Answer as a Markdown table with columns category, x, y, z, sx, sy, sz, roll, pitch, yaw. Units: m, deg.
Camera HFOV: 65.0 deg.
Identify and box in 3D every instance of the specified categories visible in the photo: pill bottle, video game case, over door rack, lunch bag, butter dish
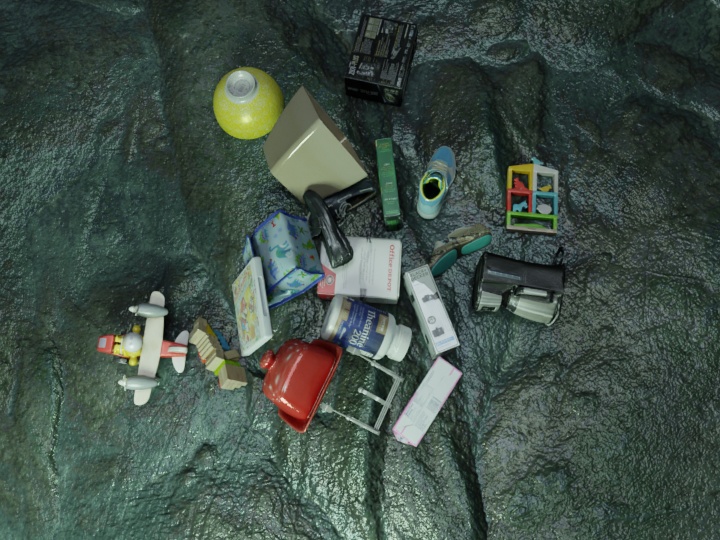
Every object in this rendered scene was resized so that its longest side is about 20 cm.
| category | x | y | z | sx | sy | sz | roll | pitch | yaw |
| --- | --- | --- | --- | --- | --- | --- | --- | --- | --- |
| pill bottle | 0.015 | 0.140 | 1.320 | 0.196 | 0.111 | 0.113 | 22 | 76 | -9 |
| video game case | -0.257 | 0.089 | 1.319 | 0.022 | 0.200 | 0.186 | -3 | 72 | -28 |
| over door rack | 0.001 | 0.269 | 1.276 | 0.066 | 0.199 | 0.150 | 12 | 71 | 48 |
| lunch bag | -0.205 | -0.017 | 1.362 | 0.199 | 0.126 | 0.173 | -35 | 60 | 30 |
| butter dish | -0.156 | 0.226 | 1.256 | 0.147 | 0.198 | 0.203 | 33 | 77 | -23 |

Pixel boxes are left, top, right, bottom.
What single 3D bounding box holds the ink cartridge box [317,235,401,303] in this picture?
| category | x | y | z | sx | sy | sz | roll | pitch | yaw |
| --- | --- | --- | --- | --- | --- | --- | --- | --- | --- |
| ink cartridge box | 0.000 | 0.000 | 1.384 | 0.195 | 0.083 | 0.150 | 4 | 76 | 4 |

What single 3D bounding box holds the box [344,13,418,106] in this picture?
| category | x | y | z | sx | sy | sz | roll | pitch | yaw |
| --- | --- | --- | --- | --- | --- | --- | --- | --- | --- |
| box | 0.057 | -0.569 | 1.530 | 0.160 | 0.086 | 0.204 | 12 | 76 | 5 |

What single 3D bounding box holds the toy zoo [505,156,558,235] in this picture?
| category | x | y | z | sx | sy | sz | roll | pitch | yaw |
| --- | --- | --- | --- | --- | --- | --- | --- | --- | --- |
| toy zoo | 0.440 | -0.195 | 1.450 | 0.128 | 0.020 | 0.205 | 5 | 75 | 4 |

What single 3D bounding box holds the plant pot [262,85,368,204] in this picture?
| category | x | y | z | sx | sy | sz | roll | pitch | yaw |
| --- | --- | --- | --- | --- | --- | --- | --- | --- | --- |
| plant pot | -0.128 | -0.289 | 1.390 | 0.176 | 0.200 | 0.201 | -37 | 42 | 11 |

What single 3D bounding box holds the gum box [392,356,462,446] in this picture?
| category | x | y | z | sx | sy | sz | roll | pitch | yaw |
| --- | --- | --- | --- | --- | --- | --- | --- | --- | --- |
| gum box | 0.146 | 0.303 | 1.281 | 0.066 | 0.114 | 0.202 | 33 | 78 | 11 |

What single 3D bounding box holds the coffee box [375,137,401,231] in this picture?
| category | x | y | z | sx | sy | sz | roll | pitch | yaw |
| --- | --- | --- | --- | --- | --- | --- | --- | --- | --- |
| coffee box | 0.070 | -0.213 | 1.419 | 0.043 | 0.123 | 0.205 | -7 | 76 | 3 |

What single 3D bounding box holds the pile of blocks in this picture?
| category | x | y | z | sx | sy | sz | roll | pitch | yaw |
| --- | --- | --- | --- | --- | --- | --- | --- | --- | --- |
| pile of blocks | -0.347 | 0.208 | 1.359 | 0.062 | 0.082 | 0.201 | -44 | 71 | 22 |

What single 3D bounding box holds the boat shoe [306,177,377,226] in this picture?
| category | x | y | z | sx | sy | sz | roll | pitch | yaw |
| --- | --- | --- | --- | --- | --- | --- | --- | --- | --- |
| boat shoe | -0.045 | -0.167 | 1.438 | 0.198 | 0.075 | 0.062 | -34 | 65 | -16 |

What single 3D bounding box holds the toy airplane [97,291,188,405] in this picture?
| category | x | y | z | sx | sy | sz | roll | pitch | yaw |
| --- | --- | --- | --- | --- | --- | --- | --- | --- | --- |
| toy airplane | -0.502 | 0.180 | 1.327 | 0.198 | 0.141 | 0.201 | -39 | 77 | -9 |

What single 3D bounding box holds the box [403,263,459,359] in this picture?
| category | x | y | z | sx | sy | sz | roll | pitch | yaw |
| --- | --- | --- | --- | --- | --- | --- | --- | --- | --- |
| box | 0.164 | 0.099 | 1.334 | 0.059 | 0.117 | 0.203 | -20 | 74 | -3 |

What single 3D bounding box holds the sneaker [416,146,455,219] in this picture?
| category | x | y | z | sx | sy | sz | roll | pitch | yaw |
| --- | --- | --- | --- | --- | --- | --- | --- | --- | --- |
| sneaker | 0.198 | -0.241 | 1.415 | 0.078 | 0.131 | 0.204 | 14 | 76 | 7 |

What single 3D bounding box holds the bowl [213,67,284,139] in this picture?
| category | x | y | z | sx | sy | sz | roll | pitch | yaw |
| --- | --- | --- | --- | --- | --- | --- | --- | --- | --- |
| bowl | -0.309 | -0.467 | 1.508 | 0.195 | 0.108 | 0.205 | -1 | 75 | 3 |

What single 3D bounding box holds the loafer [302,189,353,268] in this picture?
| category | x | y | z | sx | sy | sz | roll | pitch | yaw |
| --- | --- | --- | --- | --- | --- | --- | --- | --- | --- |
| loafer | -0.089 | -0.099 | 1.335 | 0.070 | 0.068 | 0.203 | -28 | 79 | -12 |

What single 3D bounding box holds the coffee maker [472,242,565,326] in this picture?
| category | x | y | z | sx | sy | sz | roll | pitch | yaw |
| --- | --- | --- | --- | --- | --- | --- | --- | --- | --- |
| coffee maker | 0.375 | 0.022 | 1.354 | 0.196 | 0.136 | 0.195 | 13 | 53 | 4 |

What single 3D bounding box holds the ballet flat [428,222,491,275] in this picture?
| category | x | y | z | sx | sy | sz | roll | pitch | yaw |
| --- | --- | --- | --- | --- | --- | --- | --- | --- | --- |
| ballet flat | 0.233 | -0.059 | 1.407 | 0.198 | 0.068 | 0.076 | -31 | 54 | -11 |
